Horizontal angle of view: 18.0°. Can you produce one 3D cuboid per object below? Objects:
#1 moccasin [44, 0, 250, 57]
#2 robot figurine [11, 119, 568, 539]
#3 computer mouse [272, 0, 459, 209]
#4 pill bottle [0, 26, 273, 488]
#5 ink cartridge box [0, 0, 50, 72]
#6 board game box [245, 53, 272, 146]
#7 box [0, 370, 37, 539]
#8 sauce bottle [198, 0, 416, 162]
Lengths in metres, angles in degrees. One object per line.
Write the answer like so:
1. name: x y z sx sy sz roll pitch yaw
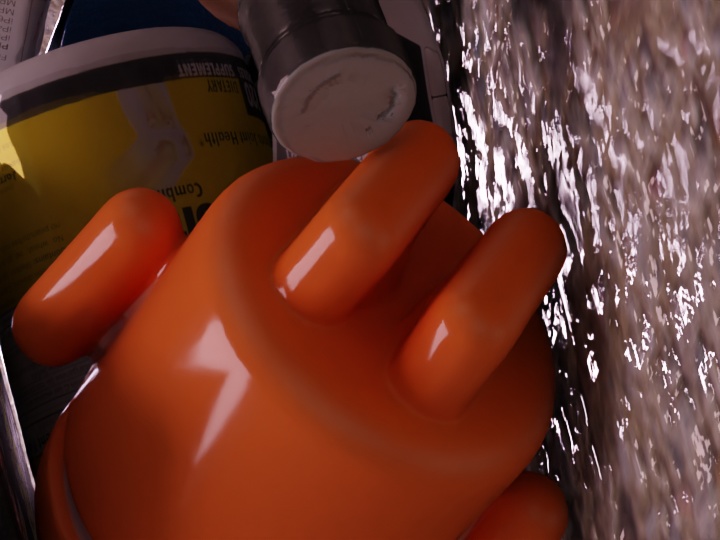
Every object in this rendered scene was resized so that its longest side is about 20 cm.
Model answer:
1. moccasin: -0.087 -0.101 0.869 0.200 0.080 0.069 -43 32 44
2. robot figurine: -0.020 0.049 0.657 0.200 0.143 0.117 -50 39 38
3. computer mouse: -0.002 -0.079 0.753 0.109 0.044 0.202 4 104 50
4. pill bottle: -0.069 0.026 0.795 0.112 0.111 0.201 128 127 -77
5. ink cartridge box: -0.133 -0.181 0.792 0.201 0.083 0.146 110 170 -47
6. board game box: -0.063 -0.078 0.932 0.201 0.028 0.136 -61 27 21
7. box: -0.123 0.077 0.703 0.200 0.044 0.161 -119 15 -63
8. sauce bottle: -0.029 -0.114 0.650 0.065 0.064 0.201 93 164 -45
